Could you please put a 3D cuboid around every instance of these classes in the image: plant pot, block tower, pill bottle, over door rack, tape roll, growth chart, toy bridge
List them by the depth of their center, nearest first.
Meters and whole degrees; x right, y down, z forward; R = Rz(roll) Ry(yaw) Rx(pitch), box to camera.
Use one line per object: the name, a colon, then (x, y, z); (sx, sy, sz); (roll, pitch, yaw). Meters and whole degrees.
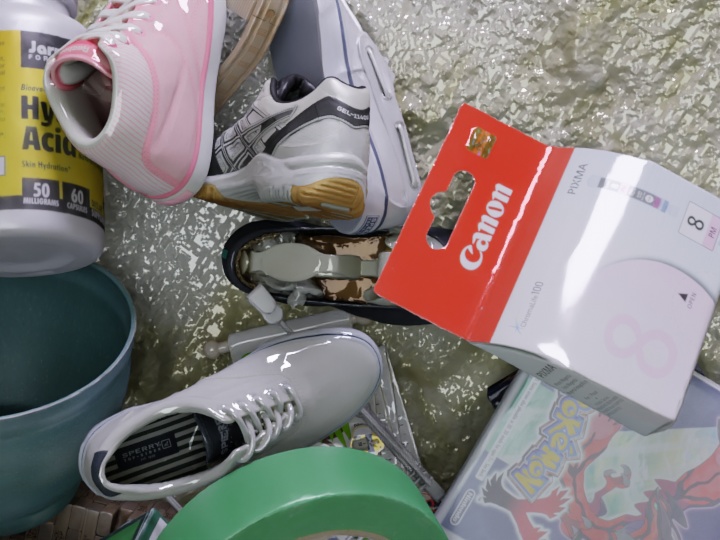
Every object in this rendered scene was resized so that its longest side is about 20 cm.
tape roll: (-0.039, 0.203, 0.829); (0.198, 0.048, 0.202); (-12, 124, -18)
pill bottle: (-0.227, -0.105, 0.892); (0.110, 0.111, 0.203); (-7, 76, 8)
over door rack: (-0.058, 0.125, 0.895); (0.148, 0.067, 0.200); (-44, 105, -8)
toy bridge: (-0.075, -0.179, 0.899); (0.027, 0.067, 0.202); (17, 106, -38)
plant pot: (-0.249, 0.091, 0.906); (0.198, 0.201, 0.136); (8, 122, 6)
growth chart: (-0.024, 0.125, 0.956); (0.143, 0.018, 0.202); (-21, 91, 8)
block tower: (-0.174, 0.191, 0.963); (0.197, 0.058, 0.055); (13, 98, 3)

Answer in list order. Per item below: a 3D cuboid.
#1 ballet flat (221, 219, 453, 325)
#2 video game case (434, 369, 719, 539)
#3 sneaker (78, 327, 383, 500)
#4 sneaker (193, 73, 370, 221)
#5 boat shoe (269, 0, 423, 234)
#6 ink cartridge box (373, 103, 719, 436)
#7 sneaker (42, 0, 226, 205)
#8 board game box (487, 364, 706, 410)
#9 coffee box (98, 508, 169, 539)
ballet flat: (0.000, 0.000, 0.913); (0.197, 0.073, 0.074); (5, 97, 6)
video game case: (0.161, 0.148, 0.889); (0.181, 0.023, 0.201); (30, 93, 1)
sneaker: (-0.072, 0.094, 0.816); (0.198, 0.071, 0.074); (-24, 102, -13)
sneaker: (-0.052, -0.080, 0.872); (0.075, 0.199, 0.089); (13, 85, -36)
boat shoe: (-0.009, -0.121, 0.906); (0.065, 0.073, 0.203); (-7, 79, -35)
ink cartridge box: (0.131, -0.011, 0.860); (0.199, 0.057, 0.164); (29, 64, -5)
sneaker: (-0.145, -0.150, 0.862); (0.075, 0.104, 0.203); (-14, 67, 33)
board game box: (0.194, 0.135, 0.921); (0.135, 0.035, 0.201); (-32, 91, 9)
coffee box: (-0.122, 0.265, 0.926); (0.122, 0.044, 0.200); (-31, 110, 27)
